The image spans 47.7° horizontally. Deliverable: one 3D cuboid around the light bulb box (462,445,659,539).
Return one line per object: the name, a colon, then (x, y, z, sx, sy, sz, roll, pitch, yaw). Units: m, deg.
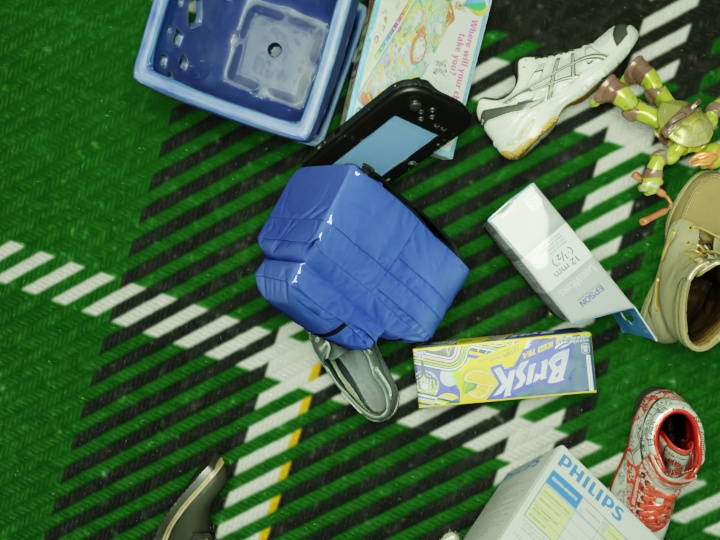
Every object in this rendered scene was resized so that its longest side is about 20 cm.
light bulb box: (0.203, 0.333, 0.848, 0.198, 0.125, 0.200, 44, 57, 4)

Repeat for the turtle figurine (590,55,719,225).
turtle figurine: (0.328, -0.153, 0.874, 0.200, 0.065, 0.161, -40, 69, -11)

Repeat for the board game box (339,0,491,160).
board game box: (0.064, -0.241, 0.924, 0.133, 0.034, 0.203, 14, 92, -14)

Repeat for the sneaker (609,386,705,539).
sneaker: (0.319, 0.233, 0.886, 0.066, 0.108, 0.204, 11, 92, 6)

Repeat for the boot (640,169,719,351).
boot: (0.362, -0.015, 0.855, 0.072, 0.155, 0.202, 22, 92, 6)

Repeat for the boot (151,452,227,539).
boot: (-0.174, 0.328, 0.964, 0.138, 0.077, 0.201, 33, 107, 1)

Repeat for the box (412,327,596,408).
box: (0.161, 0.109, 0.924, 0.197, 0.064, 0.071, -6, 90, 5)

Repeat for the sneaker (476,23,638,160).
sneaker: (0.216, -0.218, 0.910, 0.200, 0.076, 0.088, -41, 82, 2)

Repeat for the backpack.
backpack: (0.000, 0.000, 0.875, 0.199, 0.162, 0.169, 33, 83, -28)

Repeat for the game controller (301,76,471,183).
game controller: (0.025, -0.137, 0.882, 0.104, 0.199, 0.043, 25, 53, -31)

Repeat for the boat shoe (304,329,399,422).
boat shoe: (-0.018, 0.085, 0.943, 0.072, 0.062, 0.201, -31, 88, 6)

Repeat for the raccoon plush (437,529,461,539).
raccoon plush: (0.052, 0.374, 0.948, 0.198, 0.134, 0.098, -16, 106, 37)

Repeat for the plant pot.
plant pot: (-0.103, -0.252, 0.890, 0.198, 0.180, 0.202, 19, 93, 6)

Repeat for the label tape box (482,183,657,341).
label tape box: (0.217, 0.007, 0.877, 0.066, 0.143, 0.201, -37, 87, 5)
